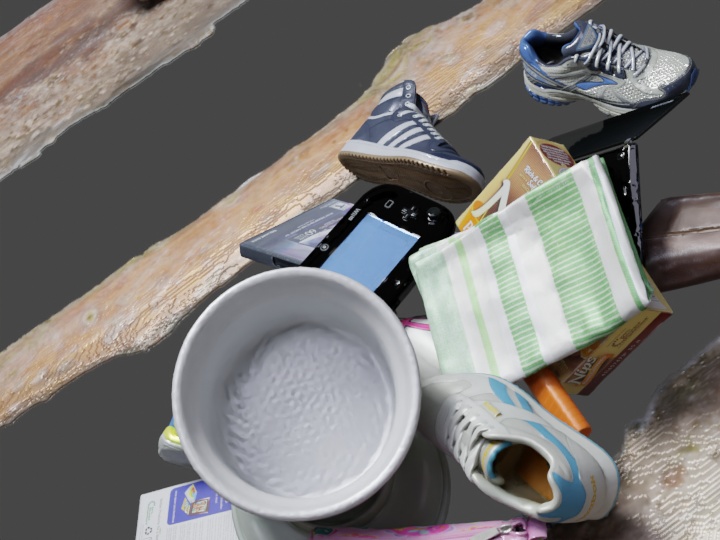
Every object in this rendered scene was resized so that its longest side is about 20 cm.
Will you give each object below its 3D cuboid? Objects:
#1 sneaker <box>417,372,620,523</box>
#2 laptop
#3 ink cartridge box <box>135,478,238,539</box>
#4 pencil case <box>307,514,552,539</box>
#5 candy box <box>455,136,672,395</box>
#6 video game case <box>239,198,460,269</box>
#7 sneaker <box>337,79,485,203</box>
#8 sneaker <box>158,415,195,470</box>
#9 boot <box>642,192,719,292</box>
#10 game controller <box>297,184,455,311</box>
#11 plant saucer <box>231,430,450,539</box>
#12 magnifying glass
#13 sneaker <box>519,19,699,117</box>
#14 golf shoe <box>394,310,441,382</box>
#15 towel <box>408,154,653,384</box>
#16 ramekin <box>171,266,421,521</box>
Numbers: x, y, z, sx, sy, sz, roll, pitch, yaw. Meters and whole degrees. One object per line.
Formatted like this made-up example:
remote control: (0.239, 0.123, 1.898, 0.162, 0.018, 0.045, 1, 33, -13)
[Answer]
sneaker: (0.107, 0.134, 0.984, 0.199, 0.080, 0.077, 24, 103, 43)
laptop: (0.218, -0.064, 1.179, 0.176, 0.103, 0.202, -16, 69, 46)
ink cartridge box: (-0.121, 0.235, 1.157, 0.198, 0.037, 0.095, -19, 46, 20)
pencil case: (0.054, 0.237, 0.981, 0.198, 0.088, 0.088, -7, 49, 12)
candy box: (0.174, -0.005, 1.091, 0.116, 0.055, 0.201, -49, 51, 31)
video game case: (-0.008, -0.025, 1.272, 0.199, 0.019, 0.142, 16, 33, 42)
sneaker: (0.071, -0.141, 1.332, 0.199, 0.070, 0.109, 17, 66, 44)
sneaker: (-0.135, 0.126, 1.174, 0.200, 0.075, 0.106, 140, 148, -60)
boot: (0.325, 0.005, 1.052, 0.198, 0.064, 0.188, -8, 51, 32)
game controller: (0.000, 0.000, 1.147, 0.104, 0.042, 0.200, 30, 62, 22)
plant saucer: (-0.021, 0.184, 1.082, 0.198, 0.050, 0.202, -5, 58, 7)
magnifying glass: (0.138, 0.068, 1.070, 0.080, 0.022, 0.201, -59, 44, 32)
sneaker: (0.245, -0.210, 1.268, 0.198, 0.085, 0.078, 9, 59, 37)
golf shoe: (0.024, 0.075, 1.157, 0.091, 0.073, 0.199, -20, 28, -32)
towel: (0.139, 0.009, 1.048, 0.199, 0.023, 0.154, -29, 61, 26)
ramekin: (-0.049, 0.107, 1.020, 0.198, 0.098, 0.203, 0, 74, 1)
